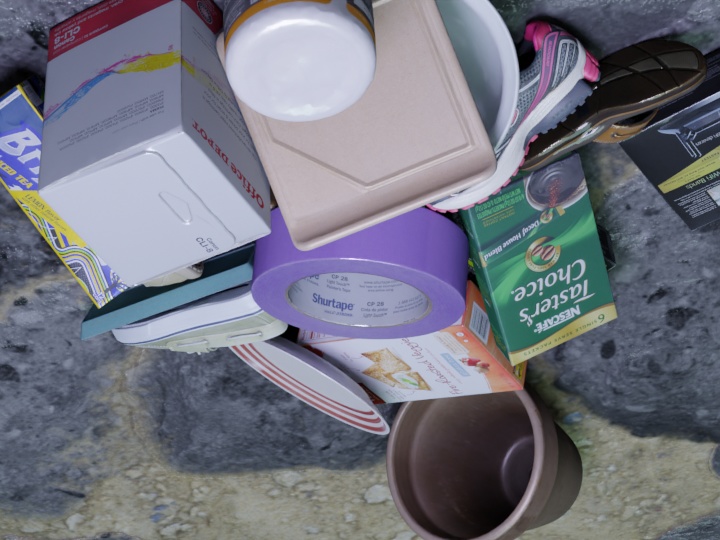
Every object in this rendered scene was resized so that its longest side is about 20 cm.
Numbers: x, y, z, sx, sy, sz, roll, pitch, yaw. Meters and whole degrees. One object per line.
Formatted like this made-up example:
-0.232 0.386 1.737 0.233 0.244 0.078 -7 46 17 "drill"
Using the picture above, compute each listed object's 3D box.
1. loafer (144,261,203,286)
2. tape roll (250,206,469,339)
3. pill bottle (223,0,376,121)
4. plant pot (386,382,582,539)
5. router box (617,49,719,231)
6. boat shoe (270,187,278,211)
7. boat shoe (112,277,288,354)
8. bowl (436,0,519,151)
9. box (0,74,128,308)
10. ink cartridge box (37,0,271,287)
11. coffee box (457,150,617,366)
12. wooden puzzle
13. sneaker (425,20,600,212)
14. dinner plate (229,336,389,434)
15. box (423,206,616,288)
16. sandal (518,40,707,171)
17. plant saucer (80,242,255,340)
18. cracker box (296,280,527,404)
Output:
-0.232 -0.036 1.678 0.068 0.076 0.200 -33 133 21 "loafer"
0.000 0.000 1.649 0.200 0.066 0.200 3 157 1 "tape roll"
-0.050 -0.222 1.386 0.116 0.200 0.116 -2 139 -2 "pill bottle"
0.156 0.213 1.935 0.200 0.201 0.175 -30 150 27 "plant pot"
0.355 -0.135 1.636 0.200 0.052 0.157 -26 135 22 "router box"
-0.144 -0.074 1.648 0.200 0.072 0.065 8 147 -13 "boat shoe"
-0.162 0.054 1.758 0.200 0.072 0.062 -12 115 35 "boat shoe"
0.039 -0.161 1.518 0.201 0.201 0.090 -14 -178 10 "bowl"
-0.259 -0.071 1.566 0.070 0.064 0.200 -34 99 12 "box"
-0.171 -0.119 1.493 0.144 0.200 0.145 -22 136 18 "ink cartridge box"
0.168 -0.016 1.681 0.123 0.044 0.200 -23 125 -9 "coffee box"
-0.003 -0.138 1.467 0.185 0.200 0.037 -21 177 11 "wooden puzzle"
0.119 -0.137 1.583 0.075 0.081 0.200 37 101 -29 "sneaker"
-0.053 0.109 1.827 0.200 0.024 0.200 30 167 8 "dinner plate"
0.128 -0.024 1.751 0.200 0.044 0.160 30 128 -34 "box"
0.223 -0.140 1.590 0.200 0.082 0.055 -32 129 21 "sandal"
-0.186 0.018 1.757 0.200 0.070 0.019 -18 110 16 "plant saucer"
0.053 0.077 1.805 0.200 0.058 0.134 -8 145 32 "cracker box"
